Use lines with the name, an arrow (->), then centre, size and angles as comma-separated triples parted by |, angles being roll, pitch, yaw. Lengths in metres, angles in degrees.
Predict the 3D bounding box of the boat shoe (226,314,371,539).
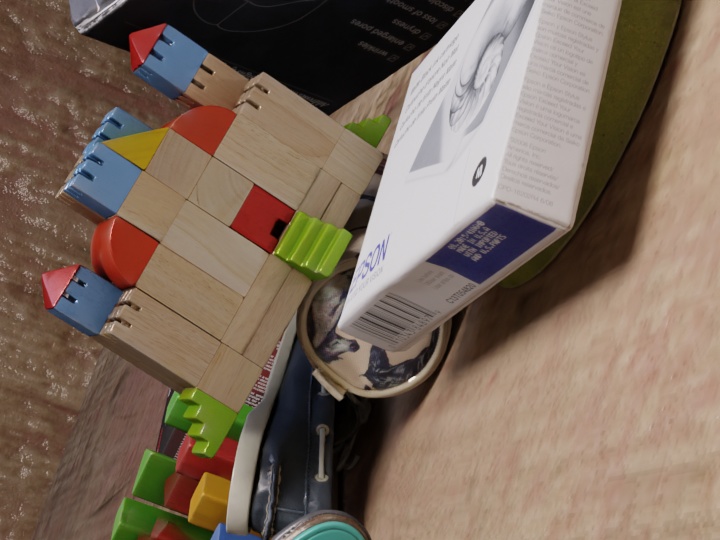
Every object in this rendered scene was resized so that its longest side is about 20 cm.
boat shoe -> -0.026, 0.078, 0.987 | 0.200, 0.061, 0.075 | -72, -8, -64

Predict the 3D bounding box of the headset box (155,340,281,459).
headset box -> -0.067, 0.040, 1.223 | 0.149, 0.075, 0.201 | -87, 21, -59

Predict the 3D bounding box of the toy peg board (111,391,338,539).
toy peg board -> -0.097, 0.180, 1.046 | 0.199, 0.097, 0.201 | -91, 25, -63

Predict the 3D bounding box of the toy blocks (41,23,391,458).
toy blocks -> -0.086, -0.029, 0.885 | 0.201, 0.136, 0.100 | -61, 15, -13

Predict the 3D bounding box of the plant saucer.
plant saucer -> 0.092, -0.090, 0.841 | 0.200, 0.031, 0.201 | -158, 90, -78

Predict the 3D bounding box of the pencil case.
pencil case -> 0.000, 0.000, 0.976 | 0.090, 0.078, 0.200 | -55, 14, 15

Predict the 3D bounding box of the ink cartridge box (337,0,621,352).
ink cartridge box -> 0.059, -0.082, 0.795 | 0.200, 0.040, 0.201 | 137, 153, -64

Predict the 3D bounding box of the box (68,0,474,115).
box -> -0.027, -0.195, 0.946 | 0.196, 0.200, 0.125 | -32, 62, 29

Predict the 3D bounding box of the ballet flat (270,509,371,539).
ballet flat -> -0.050, 0.205, 0.859 | 0.073, 0.073, 0.201 | -164, 93, -79
